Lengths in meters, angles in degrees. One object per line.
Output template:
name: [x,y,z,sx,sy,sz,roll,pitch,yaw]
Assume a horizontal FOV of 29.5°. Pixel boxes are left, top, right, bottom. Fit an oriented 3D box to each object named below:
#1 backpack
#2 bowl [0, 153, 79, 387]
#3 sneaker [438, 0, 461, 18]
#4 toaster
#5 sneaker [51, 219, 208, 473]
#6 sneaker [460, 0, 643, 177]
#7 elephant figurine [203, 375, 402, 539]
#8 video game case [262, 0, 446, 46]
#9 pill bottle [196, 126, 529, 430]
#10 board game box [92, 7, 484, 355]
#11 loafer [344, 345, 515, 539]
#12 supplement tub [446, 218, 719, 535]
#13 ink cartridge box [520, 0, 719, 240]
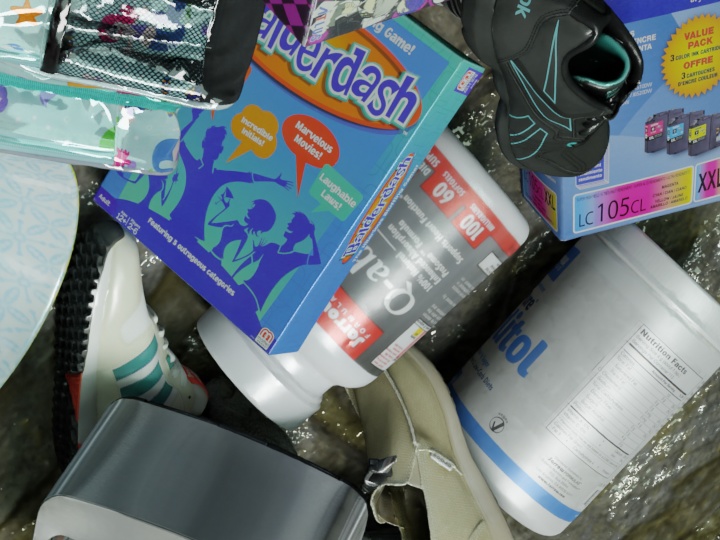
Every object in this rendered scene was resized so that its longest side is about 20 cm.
backpack: [-0.162,-0.140,0.691,0.197,0.178,0.152,13,107,-23]
bowl: [-0.257,-0.004,0.755,0.107,0.200,0.202,28,110,14]
sneaker: [0.071,-0.233,0.767,0.075,0.116,0.203,-13,121,-14]
toaster: [-0.098,0.186,0.821,0.178,0.119,0.202,20,119,5]
sneaker: [-0.143,0.056,0.875,0.092,0.070,0.202,-5,122,-27]
sneaker: [0.115,-0.099,0.758,0.076,0.079,0.200,-57,151,-8]
elephant figurine: [-0.052,0.189,0.960,0.198,0.157,0.141,20,152,-18]
video game case: [-0.011,-0.205,0.675,0.180,0.200,0.036,-24,150,-32]
pill bottle: [0.000,0.000,0.866,0.200,0.116,0.116,-43,124,5]
board game box: [-0.045,-0.078,0.792,0.201,0.152,0.045,-56,162,13]
loafer: [0.033,0.127,0.905,0.068,0.201,0.076,-16,152,-29]
supplement tub: [0.155,0.072,0.959,0.132,0.132,0.200,37,99,-33]
ink cartridge box: [0.172,-0.136,0.887,0.135,0.076,0.203,-15,120,-14]
